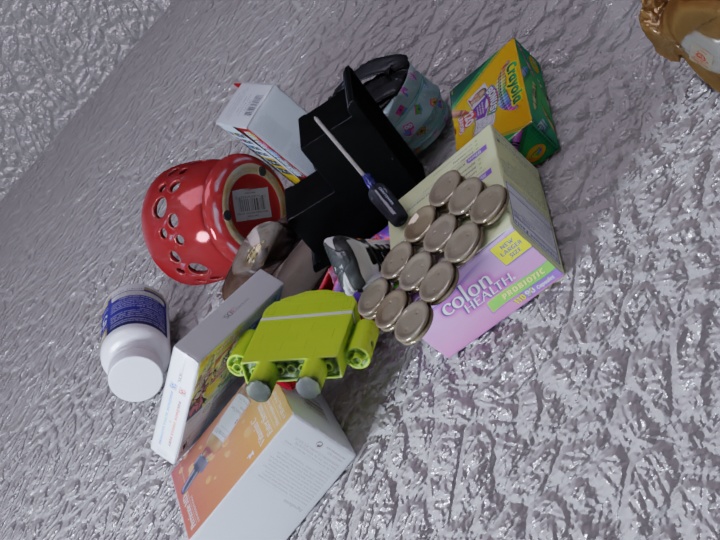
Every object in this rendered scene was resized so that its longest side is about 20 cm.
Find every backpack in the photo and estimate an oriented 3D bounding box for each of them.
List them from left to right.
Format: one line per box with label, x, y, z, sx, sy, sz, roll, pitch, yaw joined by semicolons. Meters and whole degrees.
backpack;0.031;-0.219;1.568;0.199;0.126;0.169;-30;37;40

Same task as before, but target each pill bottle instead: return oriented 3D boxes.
pill bottle;-0.379;0.124;1.815;0.120;0.119;0.201;-44;29;15

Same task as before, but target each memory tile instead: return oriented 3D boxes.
memory tile;0.078;-0.018;1.188;0.202;0.017;0.153;-57;28;-4

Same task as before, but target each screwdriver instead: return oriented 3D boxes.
screwdriver;-0.001;-0.129;1.324;0.029;0.028;0.201;-39;62;10

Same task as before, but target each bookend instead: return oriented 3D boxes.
bookend;-0.038;-0.133;1.465;0.198;0.199;0.093;-30;36;17

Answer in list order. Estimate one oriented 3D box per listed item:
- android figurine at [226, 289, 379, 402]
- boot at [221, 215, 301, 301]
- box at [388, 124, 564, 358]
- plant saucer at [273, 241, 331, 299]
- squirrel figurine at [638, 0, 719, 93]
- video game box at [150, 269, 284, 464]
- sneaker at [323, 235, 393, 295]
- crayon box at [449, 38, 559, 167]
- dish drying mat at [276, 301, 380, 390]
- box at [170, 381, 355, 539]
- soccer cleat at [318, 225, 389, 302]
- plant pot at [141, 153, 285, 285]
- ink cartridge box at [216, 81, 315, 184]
android figurine;-0.067;0.084;1.281;0.178;0.042;0.201;-7;28;15
boot;-0.156;-0.006;1.524;0.187;0.064;0.200;-51;1;12
box;0.128;-0.036;1.252;0.175;0.096;0.202;-38;31;26
plant saucer;-0.089;-0.006;1.613;0.199;0.032;0.202;-36;33;29
squirrel figurine;0.393;-0.290;1.098;0.187;0.142;0.200;-49;30;-6
video game box;-0.181;0.120;1.367;0.200;0.046;0.184;-46;-17;-51
sneaker;0.013;-0.014;1.301;0.079;0.075;0.200;-22;-8;12
crayon box;0.182;-0.196;1.386;0.118;0.058;0.202;-37;32;28
dish drying mat;-0.033;0.084;1.330;0.198;0.018;0.076;-31;30;-32
box;-0.123;0.238;1.317;0.201;0.106;0.152;-50;29;5
soccer cleat;0.000;0.000;1.428;0.201;0.073;0.068;-51;28;5
plant pot;-0.226;-0.083;1.742;0.180;0.200;0.203;-7;52;43
ink cartridge box;-0.119;-0.205;1.700;0.085;0.199;0.175;-56;29;-7
